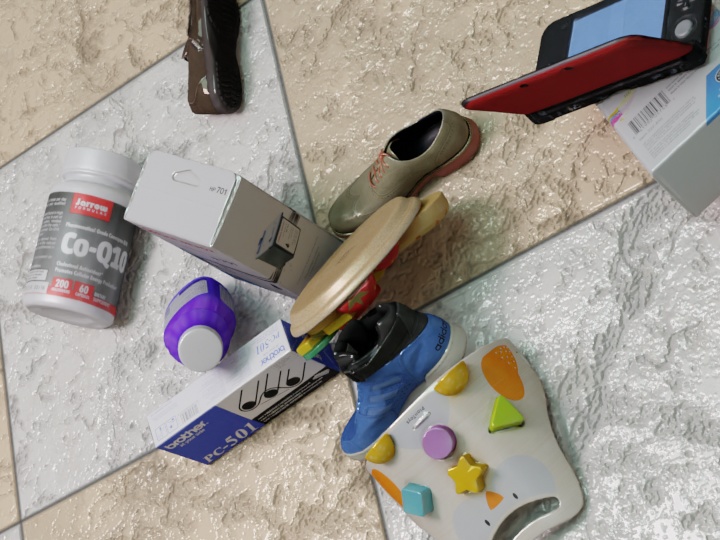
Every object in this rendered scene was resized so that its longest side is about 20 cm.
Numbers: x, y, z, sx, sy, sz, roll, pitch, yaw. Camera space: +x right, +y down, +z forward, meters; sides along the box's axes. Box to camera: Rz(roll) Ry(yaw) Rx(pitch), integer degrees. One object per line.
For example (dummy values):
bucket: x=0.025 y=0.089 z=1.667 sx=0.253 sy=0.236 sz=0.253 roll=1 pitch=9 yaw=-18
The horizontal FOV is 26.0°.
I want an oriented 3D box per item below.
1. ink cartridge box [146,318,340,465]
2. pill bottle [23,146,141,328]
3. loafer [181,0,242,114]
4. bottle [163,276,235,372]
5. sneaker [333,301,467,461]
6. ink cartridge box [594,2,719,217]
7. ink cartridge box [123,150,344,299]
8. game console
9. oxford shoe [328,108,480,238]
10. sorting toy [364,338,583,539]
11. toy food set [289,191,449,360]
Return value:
ink cartridge box: x=-0.128 y=0.135 z=1.696 sx=0.199 sy=0.094 sz=0.045 roll=-36 pitch=55 yaw=21
pill bottle: x=-0.334 y=-0.040 z=1.901 sx=0.113 sy=0.114 sz=0.203 roll=1 pitch=74 yaw=36
loafer: x=-0.194 y=-0.280 z=1.917 sx=0.070 sy=0.073 sz=0.203 roll=-18 pitch=63 yaw=28
bottle: x=-0.176 y=0.063 z=1.711 sx=0.084 sy=0.065 sz=0.200 roll=-45 pitch=13 yaw=3
sneaker: x=0.008 y=0.106 z=1.566 sx=0.200 sy=0.110 sz=0.077 roll=-48 pitch=26 yaw=37
ink cartridge box: x=0.306 y=-0.171 z=1.473 sx=0.144 sy=0.084 sz=0.201 roll=-43 pitch=38 yaw=14
ink cartridge box: x=-0.135 y=-0.045 z=1.702 sx=0.145 sy=0.199 sz=0.087 roll=18 pitch=83 yaw=39
game console: x=0.210 y=-0.218 z=1.448 sx=0.199 sy=0.118 sz=0.174 roll=-17 pitch=49 yaw=41
oxford shoe: x=0.032 y=-0.111 z=1.686 sx=0.199 sy=0.075 sz=0.071 roll=-39 pitch=55 yaw=18
sorting toy: x=0.117 y=0.198 z=1.508 sx=0.200 sy=0.107 sz=0.180 roll=-46 pitch=71 yaw=13
toy food set: x=0.000 y=0.000 z=1.618 sx=0.198 sy=0.049 sz=0.201 roll=-38 pitch=12 yaw=46
